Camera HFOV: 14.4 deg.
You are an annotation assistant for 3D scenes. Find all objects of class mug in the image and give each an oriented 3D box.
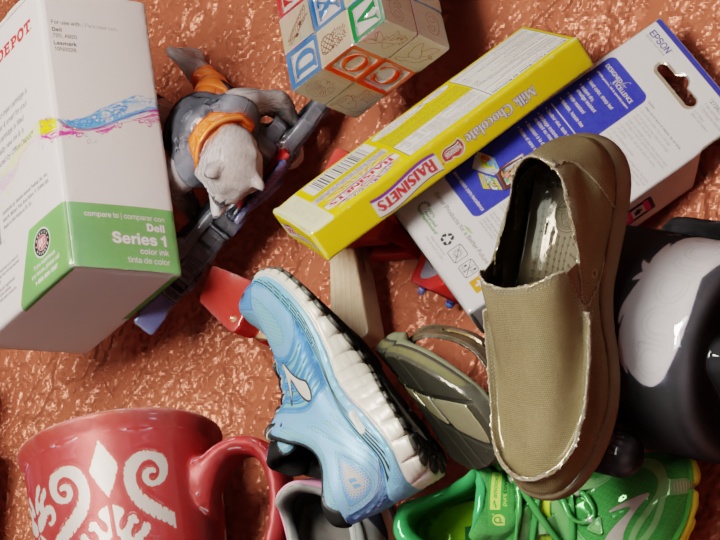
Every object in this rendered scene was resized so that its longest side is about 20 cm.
[{"bbox_3d":[-0.130,0.194,1.772,0.178,0.133,0.200,-38,53,50],"label":"mug"}]

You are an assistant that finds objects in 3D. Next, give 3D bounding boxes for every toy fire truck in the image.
[{"bbox_3d":[0.000,0.000,1.799,0.200,0.049,0.141,25,91,43],"label":"toy fire truck"}]

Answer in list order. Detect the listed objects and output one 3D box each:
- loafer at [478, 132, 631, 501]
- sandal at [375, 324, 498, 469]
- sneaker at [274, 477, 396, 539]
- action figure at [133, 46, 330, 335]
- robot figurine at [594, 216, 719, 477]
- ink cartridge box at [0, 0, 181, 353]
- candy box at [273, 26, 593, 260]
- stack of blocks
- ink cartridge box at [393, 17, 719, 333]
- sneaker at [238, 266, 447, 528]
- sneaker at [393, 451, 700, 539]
[{"bbox_3d":[0.096,0.023,1.526,0.076,0.067,0.200,0,84,42],"label":"loafer"},{"bbox_3d":[0.054,0.060,1.666,0.057,0.080,0.201,-33,12,-3],"label":"sandal"},{"bbox_3d":[-0.002,0.210,1.694,0.070,0.082,0.200,-40,52,21],"label":"sneaker"},{"bbox_3d":[-0.120,-0.066,1.881,0.200,0.105,0.193,-54,25,-8],"label":"action figure"},{"bbox_3d":[0.169,0.040,1.590,0.200,0.150,0.125,11,104,42],"label":"robot figurine"},{"bbox_3d":[-0.195,-0.064,1.869,0.145,0.084,0.200,-37,56,51],"label":"ink cartridge box"},{"bbox_3d":[0.042,-0.080,1.728,0.200,0.026,0.102,-36,18,-6],"label":"candy box"},{"bbox_3d":[0.000,-0.213,1.815,0.115,0.059,0.200,-36,50,34],"label":"stack of blocks"},{"bbox_3d":[0.125,-0.057,1.694,0.200,0.037,0.095,-36,58,2],"label":"ink cartridge box"},{"bbox_3d":[-0.032,0.075,1.705,0.090,0.078,0.200,-41,45,5],"label":"sneaker"},{"bbox_3d":[0.104,0.145,1.627,0.200,0.084,0.074,-17,62,34],"label":"sneaker"}]
